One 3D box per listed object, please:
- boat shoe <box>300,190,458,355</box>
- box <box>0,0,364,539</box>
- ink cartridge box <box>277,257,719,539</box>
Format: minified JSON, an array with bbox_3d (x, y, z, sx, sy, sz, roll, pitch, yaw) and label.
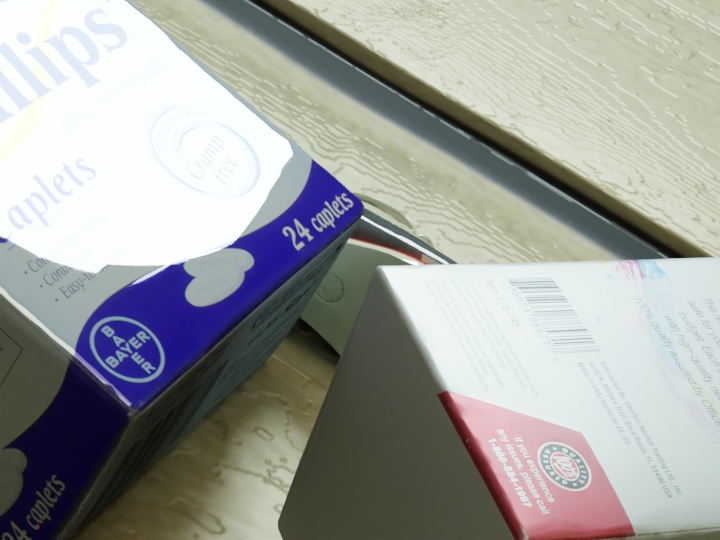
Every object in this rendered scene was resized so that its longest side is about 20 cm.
[{"bbox_3d":[0.000,0.000,1.129,0.199,0.071,0.063,26,34,14],"label":"boat shoe"},{"bbox_3d":[-0.133,-0.019,1.028,0.200,0.105,0.184,40,39,6],"label":"box"},{"bbox_3d":[0.097,0.093,0.991,0.199,0.145,0.146,-2,42,-27],"label":"ink cartridge box"}]
